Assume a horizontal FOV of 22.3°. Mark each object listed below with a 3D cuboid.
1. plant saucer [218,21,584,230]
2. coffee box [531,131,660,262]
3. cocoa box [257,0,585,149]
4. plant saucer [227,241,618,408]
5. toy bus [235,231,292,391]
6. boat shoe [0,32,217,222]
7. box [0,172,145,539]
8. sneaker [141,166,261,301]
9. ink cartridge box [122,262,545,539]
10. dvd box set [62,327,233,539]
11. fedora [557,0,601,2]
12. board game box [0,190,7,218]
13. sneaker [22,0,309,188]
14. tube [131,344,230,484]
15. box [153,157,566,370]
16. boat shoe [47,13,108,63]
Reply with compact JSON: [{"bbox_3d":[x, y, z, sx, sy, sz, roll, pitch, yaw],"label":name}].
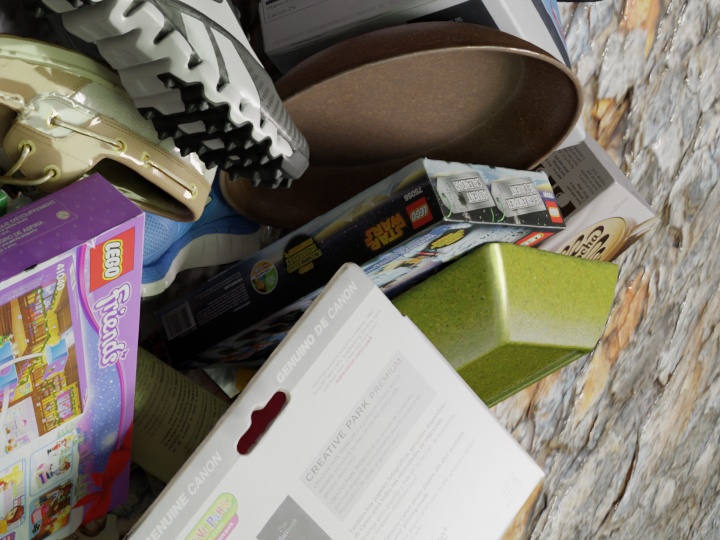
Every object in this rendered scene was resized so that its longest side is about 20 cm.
[{"bbox_3d":[0.019,-0.080,0.976,0.200,0.200,0.037,35,37,-61],"label":"plant saucer"},{"bbox_3d":[0.095,-0.010,1.257,0.200,0.080,0.113,-41,155,11],"label":"coffee box"},{"bbox_3d":[0.033,-0.152,1.044,0.200,0.133,0.132,45,32,-60],"label":"cocoa box"},{"bbox_3d":[0.050,0.058,1.107,0.200,0.048,0.200,-31,162,23],"label":"plant saucer"},{"bbox_3d":[-0.007,-0.002,1.176,0.065,0.078,0.201,23,89,-62],"label":"toy bus"},{"bbox_3d":[-0.144,-0.064,0.852,0.200,0.074,0.067,10,79,-40],"label":"boat shoe"},{"bbox_3d":[-0.169,0.064,0.855,0.137,0.039,0.200,-29,144,-36],"label":"box"},{"bbox_3d":[-0.119,-0.041,0.975,0.200,0.078,0.090,-28,125,-62],"label":"sneaker"},{"bbox_3d":[-0.028,0.122,0.956,0.176,0.084,0.200,50,64,-23],"label":"ink cartridge box"},{"bbox_3d":[-0.129,0.137,1.000,0.200,0.146,0.029,-40,174,-41],"label":"dvd box set"},{"bbox_3d":[0.139,-0.241,1.253,0.200,0.091,0.201,-39,140,-44],"label":"fedora"},{"bbox_3d":[-0.226,0.062,0.842,0.134,0.029,0.200,-34,147,-40],"label":"board game box"},{"bbox_3d":[-0.081,-0.119,0.822,0.200,0.066,0.091,42,65,-33],"label":"sneaker"},{"bbox_3d":[-0.106,0.083,0.987,0.200,0.052,0.058,37,87,-27],"label":"tube"},{"bbox_3d":[0.000,0.000,1.034,0.137,0.200,0.040,0,66,-56],"label":"box"},{"bbox_3d":[-0.126,-0.150,0.876,0.070,0.071,0.201,-58,150,-19],"label":"boat shoe"}]
